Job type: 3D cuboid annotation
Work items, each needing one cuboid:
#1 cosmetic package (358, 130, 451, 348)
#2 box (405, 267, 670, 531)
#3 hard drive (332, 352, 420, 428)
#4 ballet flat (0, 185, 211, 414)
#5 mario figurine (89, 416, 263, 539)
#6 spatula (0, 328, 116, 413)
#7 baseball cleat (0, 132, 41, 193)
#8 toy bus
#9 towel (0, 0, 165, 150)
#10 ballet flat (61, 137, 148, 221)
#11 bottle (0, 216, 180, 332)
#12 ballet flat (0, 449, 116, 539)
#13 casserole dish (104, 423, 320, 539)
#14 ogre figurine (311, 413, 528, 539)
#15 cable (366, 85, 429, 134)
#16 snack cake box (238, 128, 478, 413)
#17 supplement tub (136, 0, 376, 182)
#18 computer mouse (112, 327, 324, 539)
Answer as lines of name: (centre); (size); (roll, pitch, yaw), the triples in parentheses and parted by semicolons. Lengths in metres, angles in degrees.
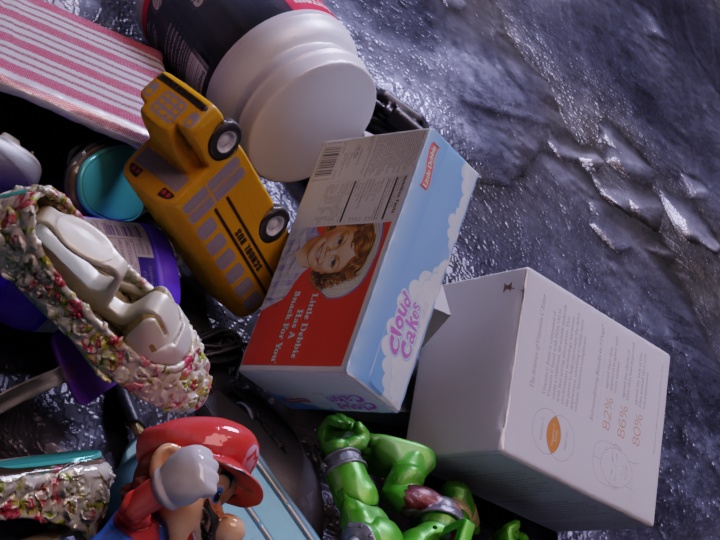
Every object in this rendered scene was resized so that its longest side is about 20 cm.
cosmetic package: (0.015, -0.015, 1.198); (0.050, 0.083, 0.201); (19, 37, -27)
box: (0.147, 0.110, 1.199); (0.199, 0.106, 0.154); (29, 62, -37)
hard drive: (0.035, 0.071, 1.239); (0.199, 0.042, 0.136); (10, 49, -39)
ballet flat: (-0.163, 0.020, 0.965); (0.200, 0.064, 0.076); (42, 45, -21)
mario figurine: (-0.122, 0.174, 0.888); (0.106, 0.123, 0.200); (50, 61, -17)
spatula: (-0.227, 0.085, 0.957); (0.199, 0.020, 0.057); (-32, 107, -38)
baseball cleat: (-0.317, -0.062, 1.004); (0.198, 0.070, 0.107); (14, 53, -23)
toy bus: (-0.111, -0.053, 1.085); (0.065, 0.078, 0.200); (38, -14, 33)
towel: (-0.219, -0.152, 1.136); (0.145, 0.030, 0.201); (21, 23, -18)
ballet flat: (-0.181, -0.073, 1.142); (0.199, 0.068, 0.069); (-15, 111, -60)
bottle: (-0.222, 0.001, 1.028); (0.199, 0.065, 0.084); (5, 59, -42)
ballet flat: (-0.235, 0.145, 0.887); (0.198, 0.075, 0.065); (2, 89, -38)
casserole dish: (-0.086, 0.185, 0.987); (0.121, 0.039, 0.201); (-30, 80, -32)
ogre figurine: (0.046, 0.195, 1.086); (0.201, 0.097, 0.120); (55, 24, -28)
cable: (-0.005, -0.114, 1.374); (0.199, 0.051, 0.164); (33, 44, -22)
snack cake box: (0.000, 0.000, 1.089); (0.067, 0.114, 0.202); (39, 61, -39)
supplement tub: (-0.089, -0.185, 1.241); (0.139, 0.141, 0.200); (-1, 43, -45)
computer mouse: (-0.097, 0.121, 1.058); (0.140, 0.046, 0.201); (0, 57, -46)
